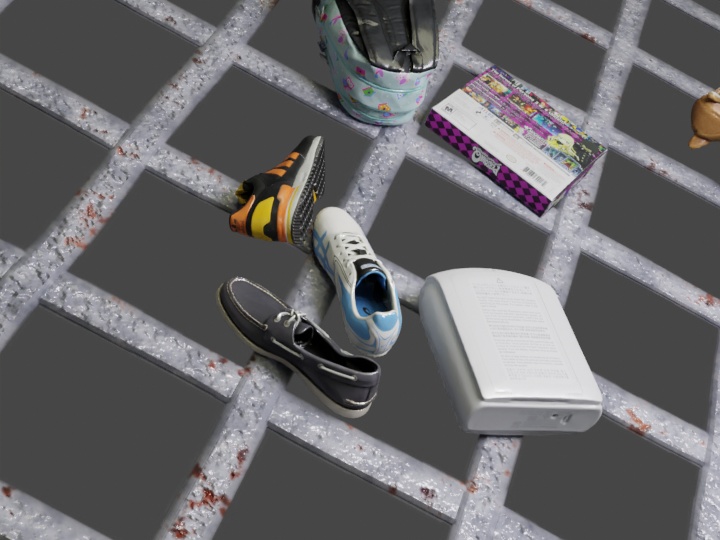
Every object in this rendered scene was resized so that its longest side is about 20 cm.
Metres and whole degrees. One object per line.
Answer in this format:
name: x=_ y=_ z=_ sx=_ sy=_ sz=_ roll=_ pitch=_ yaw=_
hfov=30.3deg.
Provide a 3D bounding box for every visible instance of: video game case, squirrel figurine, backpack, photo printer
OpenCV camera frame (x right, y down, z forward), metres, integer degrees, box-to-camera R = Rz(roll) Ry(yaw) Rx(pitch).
video game case: x=0.207 y=-0.176 z=1.755 sx=0.199 sy=0.036 sz=0.181 roll=38 pitch=42 yaw=11
squirrel figurine: x=0.569 y=-0.194 z=1.905 sx=0.184 sy=0.142 sz=0.201 roll=14 pitch=40 yaw=-7
backpack: x=0.027 y=-0.286 z=1.699 sx=0.165 sy=0.127 sz=0.201 roll=-3 pitch=50 yaw=-16
photo printer: x=0.155 y=0.081 z=1.437 sx=0.165 sy=0.070 sz=0.201 roll=3 pitch=46 yaw=-26

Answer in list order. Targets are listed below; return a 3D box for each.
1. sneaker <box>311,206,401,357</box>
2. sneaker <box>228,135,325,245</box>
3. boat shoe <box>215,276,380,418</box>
sneaker: x=0.000 y=0.000 z=1.433 sx=0.071 sy=0.073 sz=0.201 roll=1 pitch=46 yaw=-26
sneaker: x=-0.092 y=-0.097 z=1.484 sx=0.089 sy=0.071 sz=0.201 roll=4 pitch=32 yaw=7
boat shoe: x=-0.059 y=0.062 z=1.341 sx=0.199 sy=0.063 sz=0.073 roll=39 pitch=42 yaw=12
